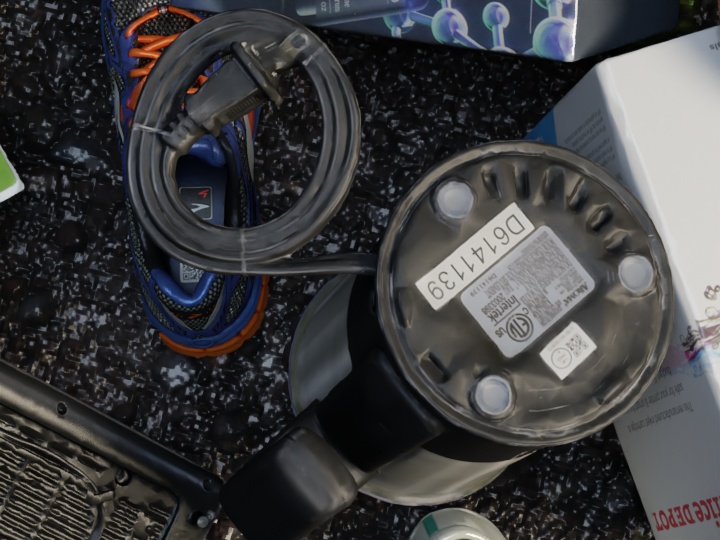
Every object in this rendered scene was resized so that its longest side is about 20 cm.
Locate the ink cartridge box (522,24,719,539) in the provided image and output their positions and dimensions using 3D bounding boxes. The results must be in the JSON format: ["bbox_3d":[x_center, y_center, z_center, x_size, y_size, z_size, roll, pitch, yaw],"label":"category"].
[{"bbox_3d":[0.177,0.005,0.939,0.145,0.147,0.201,-18,84,-12],"label":"ink cartridge box"}]

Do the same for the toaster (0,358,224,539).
[{"bbox_3d":[-0.187,0.120,0.939,0.200,0.119,0.181,30,84,-27],"label":"toaster"}]

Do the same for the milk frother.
[{"bbox_3d":[0.000,0.000,0.917,0.180,0.188,0.201,-21,82,-17],"label":"milk frother"}]

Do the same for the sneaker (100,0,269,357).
[{"bbox_3d":[-0.077,-0.064,1.002,0.075,0.078,0.201,-11,83,0],"label":"sneaker"}]

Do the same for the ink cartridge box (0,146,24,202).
[{"bbox_3d":[-0.246,-0.075,0.999,0.147,0.076,0.201,-29,75,-1],"label":"ink cartridge box"}]

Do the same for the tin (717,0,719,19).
[{"bbox_3d":[0.201,-0.151,0.853,0.111,0.042,0.201,9,93,-3],"label":"tin"}]

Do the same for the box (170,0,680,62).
[{"bbox_3d":[0.028,-0.177,0.939,0.199,0.107,0.149,11,108,29],"label":"box"}]

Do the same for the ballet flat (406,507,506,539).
[{"bbox_3d":[0.082,0.191,0.973,0.069,0.069,0.200,-35,84,-2],"label":"ballet flat"}]
